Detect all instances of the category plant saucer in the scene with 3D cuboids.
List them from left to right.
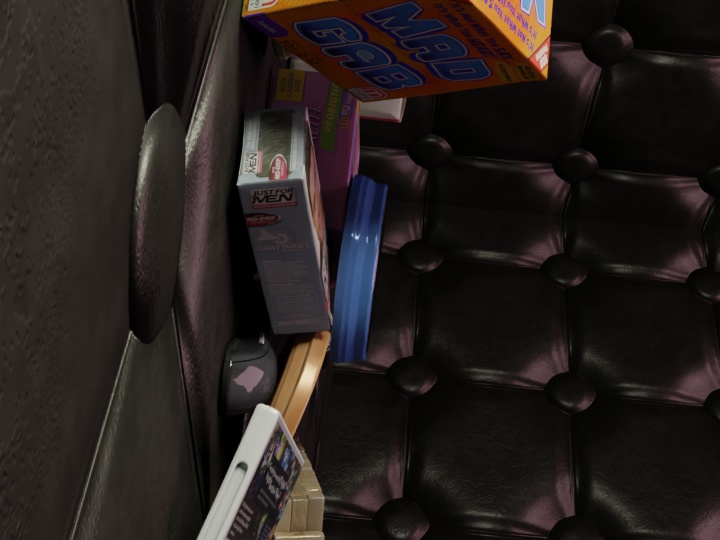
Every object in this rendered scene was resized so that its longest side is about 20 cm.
[{"bbox_3d":[-0.086,0.141,1.095,0.200,0.032,0.202,-156,-90,-83],"label":"plant saucer"}]

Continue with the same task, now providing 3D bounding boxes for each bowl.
[{"bbox_3d":[0.000,0.000,1.139,0.201,0.039,0.202,7,90,-88],"label":"bowl"}]

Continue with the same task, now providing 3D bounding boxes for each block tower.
[{"bbox_3d":[-0.083,0.234,1.168,0.200,0.054,0.058,-131,-136,-69],"label":"block tower"}]

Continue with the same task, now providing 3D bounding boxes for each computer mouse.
[{"bbox_3d":[-0.098,0.068,1.063,0.200,0.046,0.142,-42,139,-88],"label":"computer mouse"}]

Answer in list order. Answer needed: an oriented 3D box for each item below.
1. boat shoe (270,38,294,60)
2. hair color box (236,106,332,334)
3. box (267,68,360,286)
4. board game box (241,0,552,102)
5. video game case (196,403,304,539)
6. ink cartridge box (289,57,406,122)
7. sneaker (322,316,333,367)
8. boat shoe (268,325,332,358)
[{"bbox_3d":[-0.054,-0.307,1.044,0.072,0.064,0.202,-71,166,-84],"label":"boat shoe"},{"bbox_3d":[-0.066,-0.043,0.999,0.201,0.060,0.100,81,6,-47],"label":"hair color box"},{"bbox_3d":[-0.055,-0.097,1.194,0.200,0.096,0.177,89,7,-71],"label":"box"},{"bbox_3d":[0.043,-0.286,0.939,0.199,0.198,0.202,24,69,-56],"label":"board game box"},{"bbox_3d":[-0.101,0.219,0.884,0.200,0.023,0.183,81,31,-68],"label":"video game case"},{"bbox_3d":[-0.007,-0.290,1.365,0.086,0.146,0.201,94,3,-48],"label":"ink cartridge box"},{"bbox_3d":[-0.080,0.096,1.638,0.116,0.074,0.201,-75,161,-52],"label":"sneaker"},{"bbox_3d":[-0.061,0.061,1.219,0.070,0.071,0.201,-42,170,-26],"label":"boat shoe"}]
